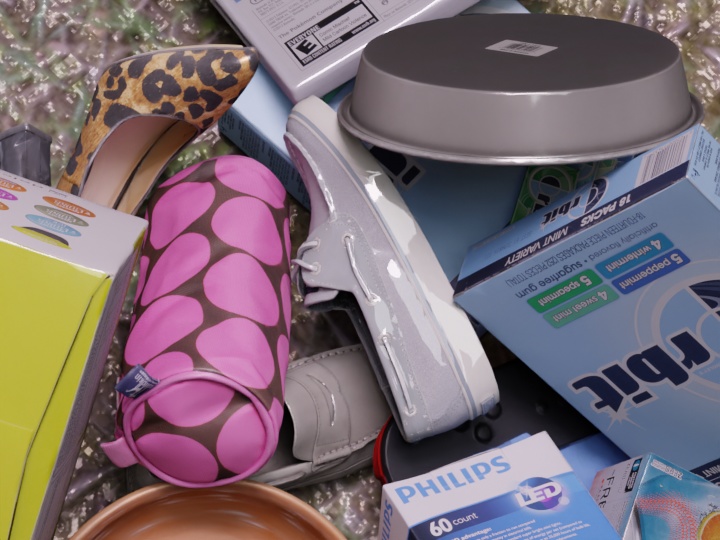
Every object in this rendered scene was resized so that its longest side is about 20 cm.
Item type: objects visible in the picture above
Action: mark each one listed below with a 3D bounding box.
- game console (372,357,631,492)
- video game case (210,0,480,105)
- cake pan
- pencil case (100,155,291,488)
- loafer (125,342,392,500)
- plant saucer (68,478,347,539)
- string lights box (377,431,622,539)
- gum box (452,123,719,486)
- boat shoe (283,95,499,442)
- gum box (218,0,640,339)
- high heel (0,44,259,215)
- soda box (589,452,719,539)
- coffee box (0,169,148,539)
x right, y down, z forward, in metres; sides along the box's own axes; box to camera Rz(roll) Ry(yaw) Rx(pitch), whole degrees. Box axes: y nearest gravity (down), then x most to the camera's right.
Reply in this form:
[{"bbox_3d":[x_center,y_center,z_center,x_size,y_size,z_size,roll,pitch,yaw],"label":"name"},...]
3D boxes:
[{"bbox_3d":[0.112,0.147,1.556,0.176,0.031,0.201,-21,85,-18],"label":"game console"},{"bbox_3d":[0.002,-0.202,1.631,0.199,0.022,0.183,-32,53,-9],"label":"video game case"},{"bbox_3d":[0.086,-0.101,1.508,0.199,0.200,0.037,-4,109,-10],"label":"cake pan"},{"bbox_3d":[-0.087,0.025,1.522,0.093,0.091,0.201,-25,32,21],"label":"pencil case"},{"bbox_3d":[-0.036,0.086,1.552,0.199,0.070,0.070,-26,77,-16],"label":"loafer"},{"bbox_3d":[-0.084,0.210,1.499,0.199,0.037,0.202,0,88,-10],"label":"plant saucer"},{"bbox_3d":[0.097,0.182,1.444,0.102,0.059,0.200,-17,47,-20],"label":"string lights box"},{"bbox_3d":[0.178,0.031,1.487,0.200,0.170,0.045,42,44,-22],"label":"gum box"},{"bbox_3d":[0.000,0.001,1.523,0.071,0.070,0.202,-28,78,-9],"label":"boat shoe"},{"bbox_3d":[0.047,-0.082,1.622,0.200,0.045,0.170,42,71,10],"label":"gum box"},{"bbox_3d":[-0.125,-0.036,1.534,0.071,0.199,0.143,21,55,-46],"label":"high heel"},{"bbox_3d":[0.217,0.173,1.539,0.199,0.068,0.064,26,68,-15],"label":"soda box"},{"bbox_3d":[-0.236,0.049,1.430,0.198,0.198,0.201,18,99,-2],"label":"coffee box"}]
